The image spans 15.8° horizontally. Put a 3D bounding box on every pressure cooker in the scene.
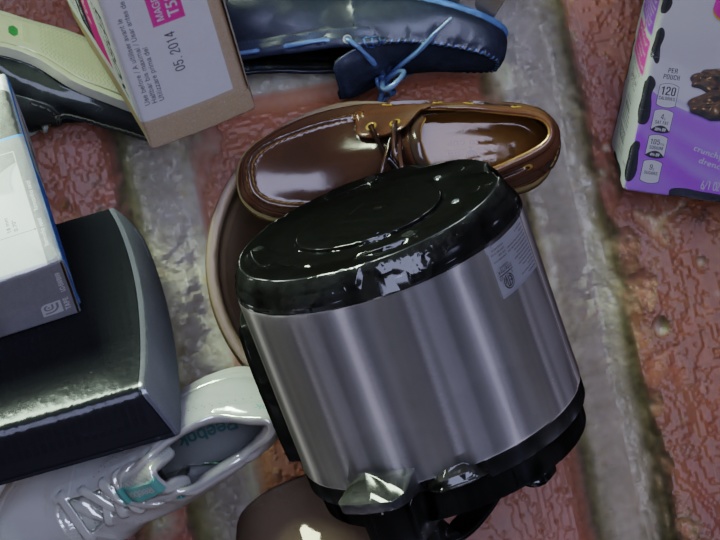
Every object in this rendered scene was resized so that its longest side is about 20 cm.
[{"bbox_3d":[0.035,0.057,1.483,0.176,0.179,0.200,-26,109,-14],"label":"pressure cooker"}]

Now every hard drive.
[{"bbox_3d":[-0.182,0.040,1.566,0.135,0.200,0.042,-15,128,-1],"label":"hard drive"}]

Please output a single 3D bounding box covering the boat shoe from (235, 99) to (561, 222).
[{"bbox_3d":[0.024,-0.072,1.566,0.200,0.068,0.072,-8,82,-7],"label":"boat shoe"}]

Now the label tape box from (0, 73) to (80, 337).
[{"bbox_3d":[-0.283,-0.017,1.547,0.200,0.063,0.144,-18,60,-5],"label":"label tape box"}]

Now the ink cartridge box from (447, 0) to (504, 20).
[{"bbox_3d":[0.019,-0.241,1.659,0.200,0.116,0.067,34,79,-1],"label":"ink cartridge box"}]

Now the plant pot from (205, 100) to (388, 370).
[{"bbox_3d":[0.000,0.000,1.634,0.201,0.093,0.201,1,82,-7],"label":"plant pot"}]

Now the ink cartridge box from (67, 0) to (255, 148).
[{"bbox_3d":[-0.144,-0.201,1.567,0.075,0.200,0.165,-22,41,-8],"label":"ink cartridge box"}]

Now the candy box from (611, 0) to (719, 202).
[{"bbox_3d":[0.262,-0.143,1.644,0.168,0.072,0.200,7,116,-4],"label":"candy box"}]

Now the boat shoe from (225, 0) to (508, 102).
[{"bbox_3d":[-0.006,-0.137,1.667,0.200,0.084,0.069,4,70,10],"label":"boat shoe"}]

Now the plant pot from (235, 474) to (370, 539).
[{"bbox_3d":[0.001,0.217,1.570,0.200,0.200,0.175,-11,65,-7],"label":"plant pot"}]

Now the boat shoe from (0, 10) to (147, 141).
[{"bbox_3d":[-0.211,-0.120,1.653,0.200,0.072,0.068,18,117,-10],"label":"boat shoe"}]

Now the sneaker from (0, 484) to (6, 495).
[{"bbox_3d":[-0.206,0.107,1.610,0.080,0.076,0.200,24,79,5],"label":"sneaker"}]

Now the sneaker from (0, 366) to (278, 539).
[{"bbox_3d":[-0.135,0.123,1.533,0.200,0.088,0.075,-32,103,2],"label":"sneaker"}]
